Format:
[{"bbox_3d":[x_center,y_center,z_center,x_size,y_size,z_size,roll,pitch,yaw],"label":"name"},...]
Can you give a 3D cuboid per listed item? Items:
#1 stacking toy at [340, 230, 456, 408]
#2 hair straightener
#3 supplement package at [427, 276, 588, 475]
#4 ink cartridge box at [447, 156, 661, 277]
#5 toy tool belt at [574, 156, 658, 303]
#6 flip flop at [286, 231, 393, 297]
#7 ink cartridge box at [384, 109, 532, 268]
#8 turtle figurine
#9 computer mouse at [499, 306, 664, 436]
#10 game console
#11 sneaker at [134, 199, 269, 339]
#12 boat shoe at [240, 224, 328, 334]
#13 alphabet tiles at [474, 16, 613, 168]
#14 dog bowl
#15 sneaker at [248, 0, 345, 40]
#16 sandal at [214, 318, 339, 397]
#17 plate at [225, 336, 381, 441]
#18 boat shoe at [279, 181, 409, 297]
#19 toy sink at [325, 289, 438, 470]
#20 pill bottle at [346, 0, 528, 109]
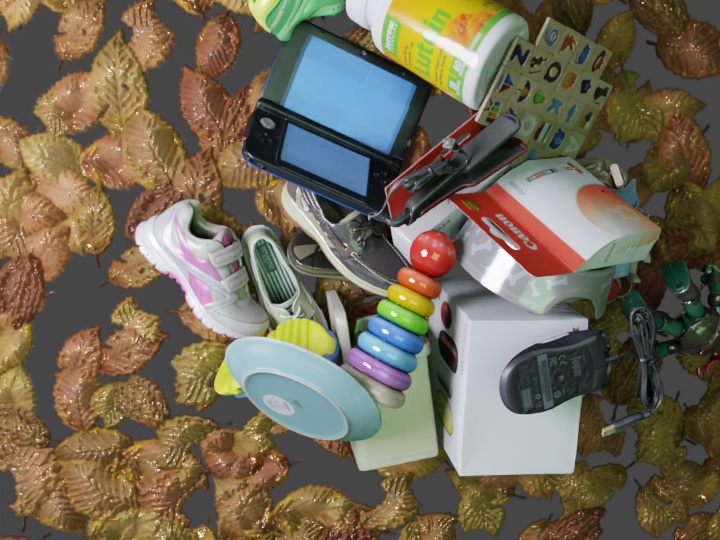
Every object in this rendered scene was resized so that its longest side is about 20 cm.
[{"bbox_3d":[0.053,0.050,1.048,0.084,0.085,0.202,27,90,-14],"label":"stacking toy"},{"bbox_3d":[0.091,-0.115,1.007,0.198,0.041,0.077,-31,135,-6],"label":"hair straightener"},{"bbox_3d":[0.171,0.124,1.148,0.144,0.200,0.195,0,102,-9],"label":"supplement package"},{"bbox_3d":[0.217,-0.067,1.039,0.198,0.162,0.051,-6,130,-39],"label":"ink cartridge box"},{"bbox_3d":[0.313,-0.042,1.171,0.123,0.123,0.203,-13,105,-5],"label":"toy tool belt"},{"bbox_3d":[0.000,0.000,1.164,0.197,0.082,0.058,8,139,-18],"label":"flip flop"},{"bbox_3d":[0.121,-0.102,1.093,0.199,0.174,0.044,-40,69,-10],"label":"ink cartridge box"},{"bbox_3d":[0.429,0.062,1.201,0.199,0.101,0.151,27,101,-42],"label":"turtle figurine"},{"bbox_3d":[0.247,0.128,1.038,0.197,0.046,0.142,-21,110,-10],"label":"computer mouse"},{"bbox_3d":[-0.023,-0.178,1.096,0.197,0.172,0.119,22,126,-13],"label":"game console"},{"bbox_3d":[-0.175,-0.002,1.111,0.088,0.082,0.200,-39,102,21],"label":"sneaker"},{"bbox_3d":[-0.096,0.040,1.158,0.071,0.062,0.202,-28,106,-1],"label":"boat shoe"},{"bbox_3d":[0.217,-0.195,1.073,0.198,0.006,0.168,10,112,-44],"label":"alphabet tiles"},{"bbox_3d":[0.209,-0.021,1.085,0.197,0.201,0.059,15,116,-12],"label":"dog bowl"},{"bbox_3d":[-0.040,-0.347,1.084,0.199,0.074,0.084,-37,129,-2],"label":"sneaker"},{"bbox_3d":[-0.091,0.120,1.142,0.087,0.198,0.080,36,52,-29],"label":"sandal"},{"bbox_3d":[-0.070,0.146,1.054,0.199,0.200,0.026,36,57,-14],"label":"plate"},{"bbox_3d":[-0.015,-0.050,1.111,0.199,0.073,0.065,40,137,6],"label":"boat shoe"},{"bbox_3d":[0.029,0.124,1.163,0.110,0.130,0.204,-10,103,-6],"label":"toy sink"},{"bbox_3d":[0.082,-0.278,1.051,0.199,0.111,0.112,36,97,22],"label":"pill bottle"}]
